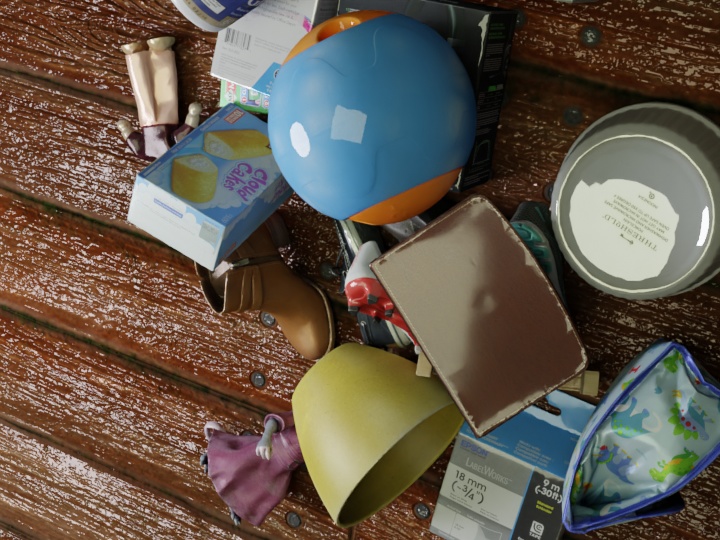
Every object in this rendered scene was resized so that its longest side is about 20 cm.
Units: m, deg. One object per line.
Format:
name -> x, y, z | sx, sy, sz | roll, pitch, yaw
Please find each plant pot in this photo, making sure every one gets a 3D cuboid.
plant pot -> 0.005, 0.166, 1.277 | 0.142, 0.199, 0.201 | 46, 118, 22

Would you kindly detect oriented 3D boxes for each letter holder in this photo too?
letter holder -> 0.124, 0.038, 1.132 | 0.141, 0.101, 0.201 | -33, 87, 8

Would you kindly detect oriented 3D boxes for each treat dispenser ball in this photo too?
treat dispenser ball -> 0.011, -0.144, 1.078 | 0.199, 0.201, 0.203 | 6, 105, 25

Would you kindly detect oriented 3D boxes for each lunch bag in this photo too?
lunch bag -> 0.274, 0.174, 1.119 | 0.200, 0.170, 0.128 | -45, 79, 5

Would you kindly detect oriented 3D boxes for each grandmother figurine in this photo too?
grandmother figurine -> -0.248, -0.177, 1.388 | 0.120, 0.060, 0.203 | -4, 98, 36

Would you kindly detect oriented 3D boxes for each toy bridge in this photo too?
toy bridge -> 0.159, 0.112, 1.218 | 0.197, 0.067, 0.028 | 6, 86, 4

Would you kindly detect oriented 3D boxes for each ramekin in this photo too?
ramekin -> 0.282, -0.064, 1.130 | 0.200, 0.094, 0.205 | 6, 104, 24

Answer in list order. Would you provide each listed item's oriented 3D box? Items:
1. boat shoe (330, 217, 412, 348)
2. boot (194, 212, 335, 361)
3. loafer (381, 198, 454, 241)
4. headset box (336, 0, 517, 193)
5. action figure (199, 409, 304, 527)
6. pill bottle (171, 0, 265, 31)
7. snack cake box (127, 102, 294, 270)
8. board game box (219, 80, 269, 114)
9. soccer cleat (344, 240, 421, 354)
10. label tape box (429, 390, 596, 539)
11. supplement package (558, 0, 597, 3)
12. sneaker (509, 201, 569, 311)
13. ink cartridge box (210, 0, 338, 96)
boat shoe -> 0.000, 0.000, 1.298 | 0.062, 0.075, 0.202 | -19, 99, 23
boot -> -0.115, 0.031, 1.314 | 0.073, 0.154, 0.202 | -28, 89, 29
loafer -> 0.084, -0.036, 1.257 | 0.200, 0.073, 0.072 | 43, 134, 19
headset box -> 0.060, -0.203, 1.207 | 0.172, 0.093, 0.202 | 15, 108, 23
action figure -> -0.089, 0.223, 1.399 | 0.199, 0.149, 0.134 | -35, 116, 10
pill bottle -> -0.101, -0.336, 1.136 | 0.199, 0.111, 0.112 | -28, 89, 28
snack cake box -> -0.154, -0.098, 1.266 | 0.114, 0.200, 0.068 | 29, 129, 8
board game box -> -0.094, -0.280, 1.302 | 0.133, 0.029, 0.202 | 13, 107, 24
soccer cleat -> 0.063, 0.041, 1.249 | 0.199, 0.086, 0.068 | 33, 141, -30
label tape box -> 0.173, 0.226, 1.271 | 0.143, 0.063, 0.202 | 22, 111, 20
supplement package -> 0.139, -0.338, 1.127 | 0.198, 0.109, 0.115 | 16, 109, 22
sneaker -> 0.192, 0.013, 1.205 | 0.077, 0.092, 0.202 | 3, 129, 21
ink cartridge box -> -0.083, -0.295, 1.238 | 0.114, 0.068, 0.202 | 22, 111, 19
